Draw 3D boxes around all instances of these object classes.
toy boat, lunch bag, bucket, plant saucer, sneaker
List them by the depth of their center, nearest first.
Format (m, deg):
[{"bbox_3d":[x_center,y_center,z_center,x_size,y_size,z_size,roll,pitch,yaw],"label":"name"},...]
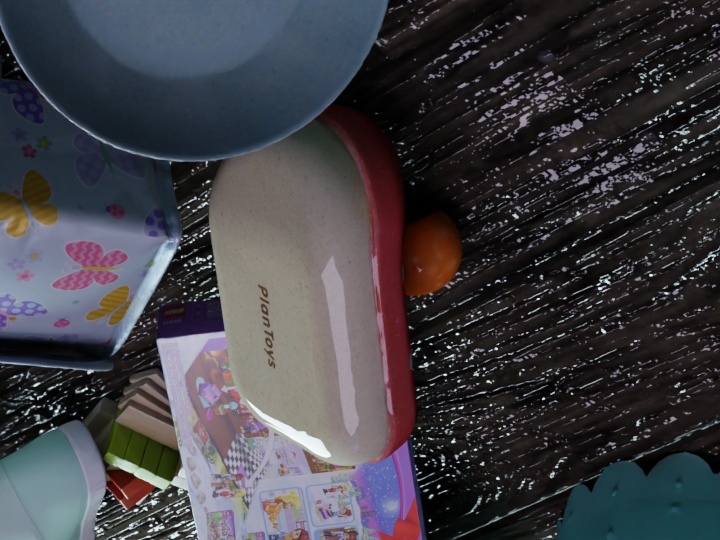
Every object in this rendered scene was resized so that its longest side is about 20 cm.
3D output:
[{"bbox_3d":[-0.085,-0.155,1.408,0.201,0.201,0.039,29,-178,-18],"label":"plant saucer"},{"bbox_3d":[0.000,0.000,1.588,0.130,0.131,0.200,27,132,46],"label":"toy boat"},{"bbox_3d":[-0.207,-0.010,1.601,0.169,0.127,0.200,7,146,-23],"label":"lunch bag"},{"bbox_3d":[0.207,0.227,1.780,0.207,0.135,0.207,9,141,7],"label":"bucket"},{"bbox_3d":[-0.233,0.172,1.855,0.118,0.074,0.201,-19,151,-20],"label":"sneaker"}]

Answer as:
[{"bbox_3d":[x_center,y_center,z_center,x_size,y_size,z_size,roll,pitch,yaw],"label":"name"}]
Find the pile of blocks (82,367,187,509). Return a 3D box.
[{"bbox_3d":[-0.104,0.106,1.789,0.200,0.062,0.082,-19,131,35],"label":"pile of blocks"}]

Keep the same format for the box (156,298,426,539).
[{"bbox_3d":[-0.038,0.104,1.719,0.137,0.039,0.200,-6,123,4],"label":"box"}]

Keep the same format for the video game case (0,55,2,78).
[{"bbox_3d":[-0.304,-0.078,1.657,0.200,0.023,0.182,12,141,3],"label":"video game case"}]
